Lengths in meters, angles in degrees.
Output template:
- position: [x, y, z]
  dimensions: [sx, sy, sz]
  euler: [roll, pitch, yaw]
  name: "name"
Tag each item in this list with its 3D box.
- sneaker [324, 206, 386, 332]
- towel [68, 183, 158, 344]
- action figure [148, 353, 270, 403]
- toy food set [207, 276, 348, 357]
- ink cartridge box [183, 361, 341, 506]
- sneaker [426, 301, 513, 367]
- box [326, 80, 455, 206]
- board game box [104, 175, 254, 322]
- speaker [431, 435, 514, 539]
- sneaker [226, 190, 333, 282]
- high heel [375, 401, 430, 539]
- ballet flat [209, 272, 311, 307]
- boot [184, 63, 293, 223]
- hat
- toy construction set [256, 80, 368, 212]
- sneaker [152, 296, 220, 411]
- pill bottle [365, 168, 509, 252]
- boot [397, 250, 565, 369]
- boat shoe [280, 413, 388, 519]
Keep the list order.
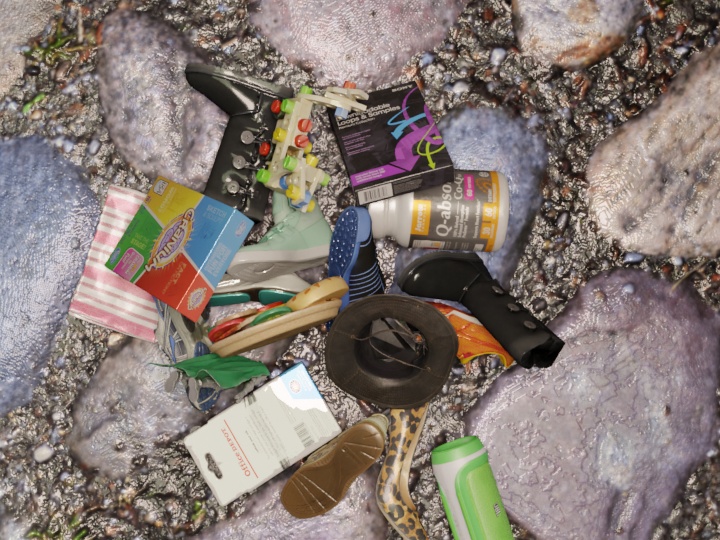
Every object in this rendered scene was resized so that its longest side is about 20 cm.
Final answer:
- position: [0.000, 0.000, 1.401]
  dimensions: [0.077, 0.070, 0.203]
  euler: [-6, 123, -29]
  name: "sneaker"
- position: [-0.326, -0.010, 1.438]
  dimensions: [0.144, 0.030, 0.203]
  euler: [18, 86, -2]
  name: "towel"
- position: [-0.184, 0.145, 1.360]
  dimensions: [0.117, 0.199, 0.056]
  euler: [18, 98, 26]
  name: "action figure"
- position: [-0.117, 0.068, 1.339]
  dimensions: [0.195, 0.200, 0.049]
  euler: [-18, 85, -23]
  name: "toy food set"
- position: [-0.138, 0.231, 1.412]
  dimensions: [0.198, 0.068, 0.117]
  euler: [-31, 88, -5]
  name: "ink cartridge box"
- position: [0.135, 0.092, 1.433]
  dimensions: [0.197, 0.073, 0.078]
  euler: [17, 94, 1]
  name: "sneaker"
- position: [0.039, -0.184, 1.404]
  dimensions: [0.141, 0.036, 0.202]
  euler: [-15, 46, -4]
  name: "box"
- position: [-0.250, -0.035, 1.350]
  dimensions: [0.040, 0.199, 0.155]
  euler: [37, 80, -44]
  name: "board game box"
- position: [0.165, 0.343, 1.411]
  dimensions: [0.087, 0.088, 0.203]
  euler: [-18, 88, -4]
  name: "speaker"
- position: [-0.125, -0.056, 1.388]
  dimensions: [0.199, 0.073, 0.120]
  euler: [-12, 75, -47]
  name: "sneaker"
- position: [0.081, 0.286, 1.415]
  dimensions: [0.142, 0.071, 0.201]
  euler: [-34, 80, 2]
  name: "high heel"
- position: [-0.149, 0.018, 1.432]
  dimensions: [0.196, 0.069, 0.071]
  euler: [1, 86, -2]
  name: "ballet flat"
- position: [-0.196, -0.183, 1.434]
  dimensions: [0.162, 0.066, 0.203]
  euler: [14, 90, 0]
  name: "boot"
- position: [0.043, 0.094, 1.381]
  dimensions: [0.197, 0.081, 0.203]
  euler: [3, 125, 4]
  name: "hat"
- position: [-0.075, -0.180, 1.365]
  dimensions: [0.092, 0.130, 0.202]
  euler: [37, 74, -33]
  name: "toy construction set"
- position: [-0.247, 0.102, 1.413]
  dimensions: [0.084, 0.077, 0.203]
  euler: [4, 111, 35]
  name: "sneaker"
- position: [0.107, -0.089, 1.419]
  dimensions: [0.196, 0.116, 0.119]
  euler: [3, 86, -3]
  name: "pill bottle"
- position: [0.165, 0.060, 1.362]
  dimensions: [0.163, 0.066, 0.201]
  euler: [-10, 49, -38]
  name: "boot"
- position: [-0.032, 0.277, 1.398]
  dimensions: [0.200, 0.063, 0.074]
  euler: [-41, 90, 22]
  name: "boat shoe"
